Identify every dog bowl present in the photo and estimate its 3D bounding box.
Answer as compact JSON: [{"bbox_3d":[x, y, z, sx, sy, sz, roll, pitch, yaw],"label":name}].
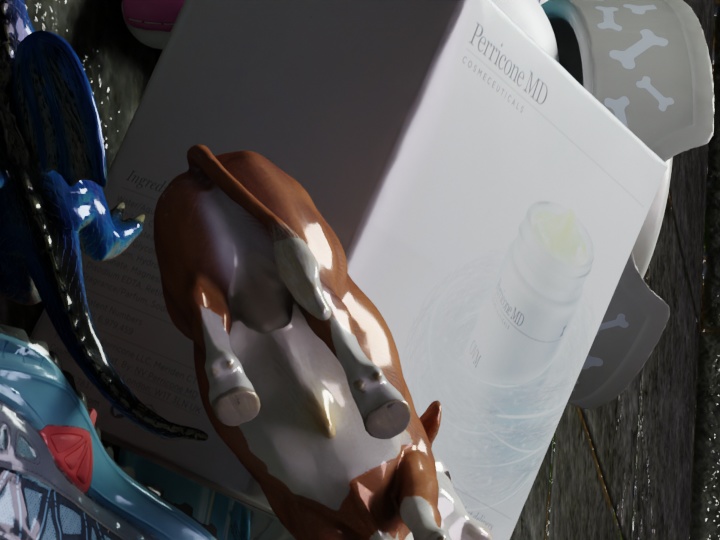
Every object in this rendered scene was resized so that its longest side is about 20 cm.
[{"bbox_3d":[0.100,-0.038,1.235,0.200,0.058,0.201,-168,-90,-74],"label":"dog bowl"}]

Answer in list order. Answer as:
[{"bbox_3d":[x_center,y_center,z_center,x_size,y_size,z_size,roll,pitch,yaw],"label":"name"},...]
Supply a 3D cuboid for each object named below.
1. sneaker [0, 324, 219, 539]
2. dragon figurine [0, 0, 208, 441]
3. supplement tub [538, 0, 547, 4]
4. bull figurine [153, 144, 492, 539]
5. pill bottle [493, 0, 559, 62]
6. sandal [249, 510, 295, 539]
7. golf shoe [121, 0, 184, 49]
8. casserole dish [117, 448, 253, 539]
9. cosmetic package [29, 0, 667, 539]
[{"bbox_3d":[-0.109,0.106,0.860,0.200,0.079,0.096,52,43,-40],"label":"sneaker"},{"bbox_3d":[-0.108,-0.038,0.823,0.100,0.059,0.201,75,-3,-70],"label":"dragon figurine"},{"bbox_3d":[0.072,-0.113,1.479,0.145,0.144,0.201,7,82,-76],"label":"supplement tub"},{"bbox_3d":[-0.008,0.051,0.829,0.200,0.065,0.122,59,2,-36],"label":"bull figurine"},{"bbox_3d":[0.027,-0.099,1.222,0.200,0.110,0.112,-136,-139,-72],"label":"pill bottle"},{"bbox_3d":[0.009,0.157,1.097,0.050,0.082,0.204,26,39,-60],"label":"sandal"},{"bbox_3d":[-0.052,-0.109,1.119,0.200,0.075,0.092,-48,139,-69],"label":"golf shoe"},{"bbox_3d":[-0.064,0.134,1.136,0.201,0.039,0.122,74,20,-46],"label":"casserole dish"},{"bbox_3d":[0.000,0.000,1.002,0.199,0.122,0.201,32,79,-57],"label":"cosmetic package"}]
